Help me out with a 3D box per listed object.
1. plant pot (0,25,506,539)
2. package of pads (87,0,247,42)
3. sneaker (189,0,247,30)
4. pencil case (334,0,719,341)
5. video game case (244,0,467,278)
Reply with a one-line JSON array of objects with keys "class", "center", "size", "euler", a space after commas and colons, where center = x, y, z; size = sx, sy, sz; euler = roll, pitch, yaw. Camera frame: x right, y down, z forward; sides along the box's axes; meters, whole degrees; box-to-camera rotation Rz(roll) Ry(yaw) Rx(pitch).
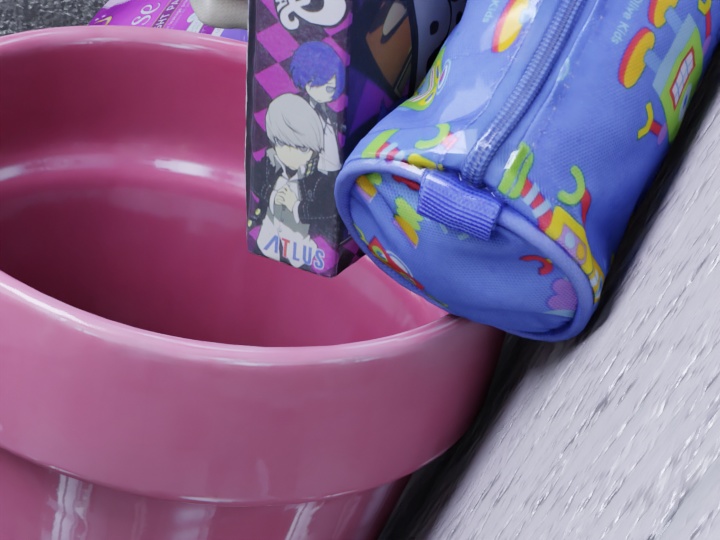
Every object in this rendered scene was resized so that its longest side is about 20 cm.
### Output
[{"class": "plant pot", "center": [-0.064, 0.046, 0.745], "size": [0.200, 0.199, 0.180], "euler": [-67, -8, -61]}, {"class": "package of pads", "center": [-0.047, -0.084, 1.024], "size": [0.199, 0.076, 0.121], "euler": [-10, 35, 38]}, {"class": "sneaker", "center": [0.008, -0.097, 0.881], "size": [0.088, 0.200, 0.082], "euler": [-43, -46, -24]}, {"class": "pencil case", "center": [0.067, -0.082, 0.641], "size": [0.200, 0.078, 0.087], "euler": [-62, -18, -16]}, {"class": "video game case", "center": [0.036, -0.117, 0.689], "size": [0.200, 0.036, 0.182], "euler": [-35, -44, -50]}]
